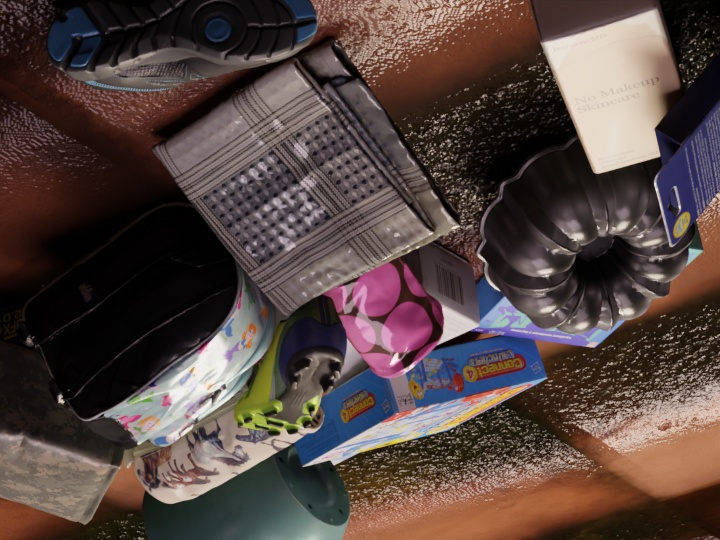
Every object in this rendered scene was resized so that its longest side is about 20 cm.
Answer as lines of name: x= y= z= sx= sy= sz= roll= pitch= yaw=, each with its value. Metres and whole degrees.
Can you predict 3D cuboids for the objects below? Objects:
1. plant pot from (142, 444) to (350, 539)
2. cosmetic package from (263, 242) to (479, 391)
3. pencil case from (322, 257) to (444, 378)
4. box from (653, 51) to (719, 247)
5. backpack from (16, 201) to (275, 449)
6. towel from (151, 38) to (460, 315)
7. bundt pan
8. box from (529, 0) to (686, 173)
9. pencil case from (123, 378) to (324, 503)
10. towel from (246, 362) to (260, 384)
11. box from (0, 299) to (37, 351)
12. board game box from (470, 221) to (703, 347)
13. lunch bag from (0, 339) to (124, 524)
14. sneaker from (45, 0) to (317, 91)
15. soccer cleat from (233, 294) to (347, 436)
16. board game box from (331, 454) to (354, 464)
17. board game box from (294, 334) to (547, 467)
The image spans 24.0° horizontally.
plant pot: x=-0.110 y=0.264 z=1.835 sx=0.161 sy=0.201 sz=0.201 roll=-38 pitch=140 yaw=21
cosmetic package: x=0.008 y=0.045 z=1.660 sx=0.200 sy=0.074 sz=0.102 roll=-24 pitch=146 yaw=31
pencil case: x=0.000 y=0.000 z=1.501 sx=0.094 sy=0.091 sz=0.200 roll=-38 pitch=122 yaw=-5
box: x=0.291 y=-0.123 z=1.344 sx=0.200 sy=0.032 sz=0.121 roll=-49 pitch=150 yaw=-12
backpack: x=-0.175 y=0.046 z=1.504 sx=0.200 sy=0.178 sz=0.151 roll=-41 pitch=143 yaw=6
towel: x=-0.045 y=-0.070 z=1.384 sx=0.200 sy=0.035 sz=0.193 roll=-28 pitch=107 yaw=29
bundt pan: x=0.208 y=-0.022 z=1.509 sx=0.202 sy=0.076 sz=0.202 roll=-9 pitch=130 yaw=-11
box: x=0.198 y=-0.166 z=1.321 sx=0.095 sy=0.078 sz=0.200 roll=-16 pitch=149 yaw=14
pencil case: x=-0.137 y=0.161 z=1.667 sx=0.200 sy=0.078 sz=0.089 roll=-30 pitch=125 yaw=25
towel: x=-0.192 y=0.138 z=1.727 sx=0.148 sy=0.036 sz=0.200 roll=4 pitch=149 yaw=-22
box: x=-0.268 y=0.084 z=1.694 sx=0.160 sy=0.044 sz=0.200 roll=-19 pitch=148 yaw=18
board game box: x=0.215 y=0.004 z=1.655 sx=0.152 sy=0.045 sz=0.200 roll=8 pitch=146 yaw=-24
lunch bag: x=-0.319 y=0.166 z=1.645 sx=0.164 sy=0.118 sz=0.200 roll=18 pitch=145 yaw=-13
sneaker: x=-0.129 y=-0.176 z=1.263 sx=0.200 sy=0.073 sz=0.082 roll=-4 pitch=167 yaw=7
soccer cleat: x=-0.062 y=0.088 z=1.522 sx=0.065 sy=0.084 sz=0.200 roll=10 pitch=150 yaw=-19
board game box: x=-0.122 y=0.213 z=1.960 sx=0.151 sy=0.037 sz=0.200 roll=23 pitch=138 yaw=-40
board game box: x=0.057 y=0.133 z=1.752 sx=0.196 sy=0.056 sz=0.200 roll=-10 pitch=165 yaw=-34
